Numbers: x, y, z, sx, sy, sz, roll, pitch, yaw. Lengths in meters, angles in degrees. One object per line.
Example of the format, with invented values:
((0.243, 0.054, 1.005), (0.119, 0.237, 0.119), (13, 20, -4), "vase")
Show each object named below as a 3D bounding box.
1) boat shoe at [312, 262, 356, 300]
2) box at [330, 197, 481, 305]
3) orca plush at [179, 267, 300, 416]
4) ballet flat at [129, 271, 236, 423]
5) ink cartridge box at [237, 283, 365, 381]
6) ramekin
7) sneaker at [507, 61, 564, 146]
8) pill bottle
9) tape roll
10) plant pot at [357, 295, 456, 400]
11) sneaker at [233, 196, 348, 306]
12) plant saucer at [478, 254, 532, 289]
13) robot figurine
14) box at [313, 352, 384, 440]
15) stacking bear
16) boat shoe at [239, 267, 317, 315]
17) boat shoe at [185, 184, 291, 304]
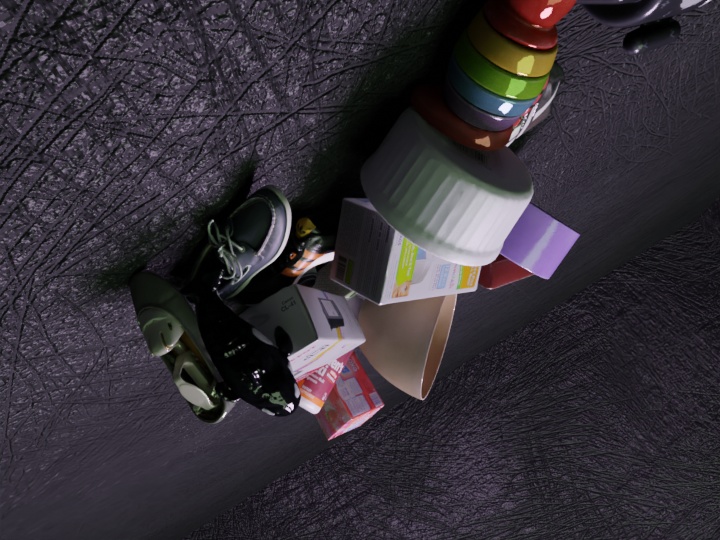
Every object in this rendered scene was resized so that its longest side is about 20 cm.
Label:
((0.000, 0.000, 0.969), (0.199, 0.075, 0.062), (-37, 154, -3), "boat shoe")
((0.072, -0.031, 0.796), (0.199, 0.101, 0.114), (-4, 112, -43), "box")
((-0.122, 0.092, 0.674), (0.104, 0.202, 0.071), (-23, -164, -20), "orca plush")
((-0.210, 0.094, 0.695), (0.067, 0.201, 0.064), (-24, -162, 20), "ballet flat")
((-0.096, 0.097, 0.837), (0.147, 0.086, 0.200), (-31, 166, 12), "ink cartridge box")
((0.108, -0.110, 0.710), (0.199, 0.201, 0.098), (-10, 143, -47), "ramekin")
((0.199, -0.205, 0.797), (0.097, 0.071, 0.201), (-13, 150, -38), "sneaker")
((-0.070, 0.128, 1.004), (0.201, 0.109, 0.110), (-60, 165, -14), "pill bottle")
((0.236, -0.078, 0.935), (0.085, 0.200, 0.199), (-57, 153, 15), "tape roll")
((0.069, 0.094, 0.979), (0.200, 0.133, 0.202), (16, 90, -74), "plant pot")
((-0.087, -0.032, 0.782), (0.199, 0.070, 0.090), (-32, 155, -17), "sneaker")
((0.213, -0.040, 1.069), (0.198, 0.199, 0.037), (-14, 123, -42), "plant saucer")
((0.305, -0.323, 0.610), (0.199, 0.125, 0.151), (-22, 160, -26), "robot figurine")
((-0.058, 0.222, 1.201), (0.102, 0.201, 0.095), (-10, 150, -48), "box")
((0.153, -0.236, 0.617), (0.121, 0.114, 0.201), (-19, 151, -33), "stacking bear")
((-0.135, 0.067, 0.940), (0.200, 0.057, 0.068), (-41, 158, 20), "boat shoe")
((-0.150, -0.024, 0.695), (0.062, 0.075, 0.200), (-27, 171, -48), "boat shoe")
